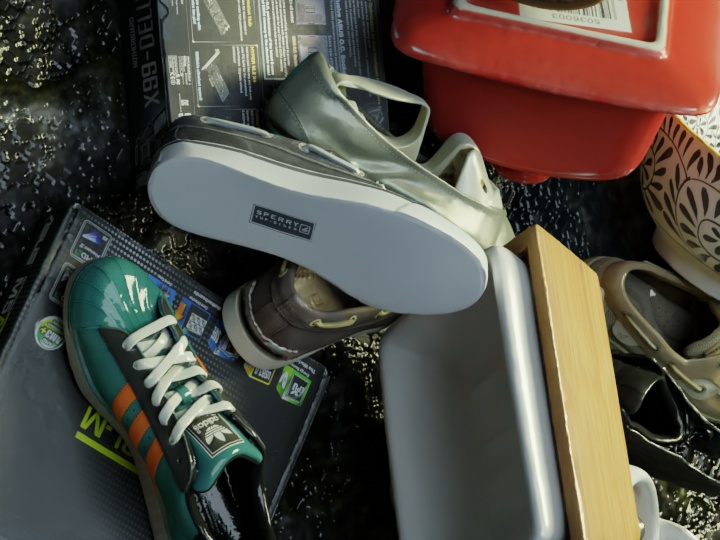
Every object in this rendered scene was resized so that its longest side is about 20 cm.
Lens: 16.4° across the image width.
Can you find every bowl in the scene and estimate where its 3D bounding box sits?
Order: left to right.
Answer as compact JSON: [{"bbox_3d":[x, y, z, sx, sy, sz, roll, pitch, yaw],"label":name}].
[{"bbox_3d":[0.253,-0.035,1.643,0.200,0.201,0.094,20,112,-31],"label":"bowl"}]

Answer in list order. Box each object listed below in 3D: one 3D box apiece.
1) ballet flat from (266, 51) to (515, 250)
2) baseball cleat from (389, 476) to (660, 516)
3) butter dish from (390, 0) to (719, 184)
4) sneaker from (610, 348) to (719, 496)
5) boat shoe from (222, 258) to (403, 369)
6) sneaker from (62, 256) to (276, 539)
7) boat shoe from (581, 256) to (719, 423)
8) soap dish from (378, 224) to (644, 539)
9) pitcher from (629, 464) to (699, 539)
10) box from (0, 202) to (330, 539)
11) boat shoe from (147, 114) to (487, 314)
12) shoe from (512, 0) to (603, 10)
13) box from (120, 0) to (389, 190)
[{"bbox_3d":[0.036,-0.063,1.475,0.200,0.067,0.064,31,100,-27],"label":"ballet flat"},{"bbox_3d":[0.111,0.121,1.568,0.199,0.070,0.107,10,79,-34],"label":"baseball cleat"},{"bbox_3d":[0.114,-0.121,1.549,0.199,0.148,0.200,12,36,1],"label":"butter dish"},{"bbox_3d":[0.151,0.069,1.579,0.200,0.104,0.060,47,62,-21],"label":"sneaker"},{"bbox_3d":[0.000,0.000,1.487,0.200,0.059,0.072,-26,85,-50],"label":"boat shoe"},{"bbox_3d":[-0.095,0.082,1.370,0.071,0.080,0.201,-29,98,-34],"label":"sneaker"},{"bbox_3d":[0.225,0.048,1.656,0.200,0.065,0.072,31,69,-28],"label":"boat shoe"},{"bbox_3d":[0.085,0.097,1.444,0.081,0.157,0.201,9,60,-29],"label":"soap dish"},{"bbox_3d":[0.144,0.231,1.478,0.200,0.121,0.172,-60,138,-31],"label":"pitcher"},{"bbox_3d":[-0.133,0.095,1.419,0.200,0.047,0.194,35,63,-26],"label":"box"},{"bbox_3d":[-0.020,-0.037,1.411,0.199,0.072,0.068,17,39,-3],"label":"boat shoe"},{"bbox_3d":[0.065,-0.215,1.473,0.199,0.070,0.053,25,37,11],"label":"shoe"},{"bbox_3d":[-0.064,-0.151,1.492,0.157,0.050,0.201,-4,87,-35],"label":"box"}]
